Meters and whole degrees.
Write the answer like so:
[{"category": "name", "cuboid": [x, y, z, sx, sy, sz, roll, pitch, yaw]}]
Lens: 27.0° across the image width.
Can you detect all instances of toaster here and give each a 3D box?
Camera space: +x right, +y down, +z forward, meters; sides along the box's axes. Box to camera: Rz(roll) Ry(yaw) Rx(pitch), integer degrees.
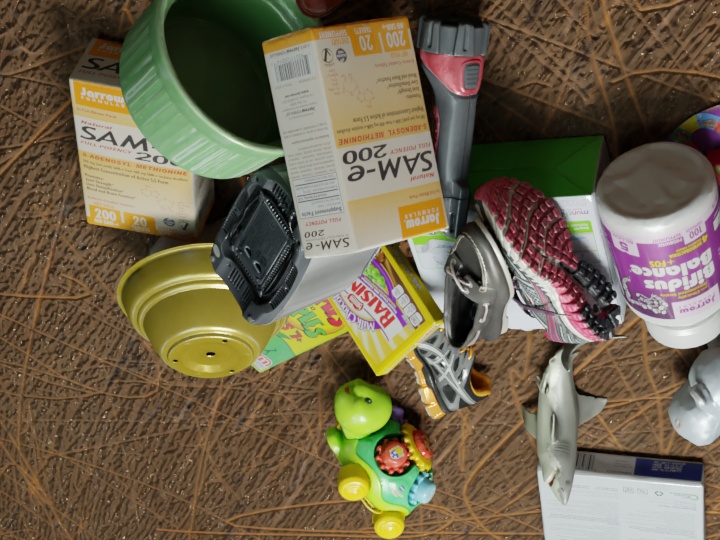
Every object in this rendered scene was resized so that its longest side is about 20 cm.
[{"category": "toaster", "cuboid": [-0.053, -0.040, 1.480, 0.114, 0.129, 0.200, 55, 140, 20]}]

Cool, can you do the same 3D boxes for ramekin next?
[{"category": "ramekin", "cuboid": [-0.126, -0.183, 1.395, 0.200, 0.200, 0.098, 39, 141, -20]}]

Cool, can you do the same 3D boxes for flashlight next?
[{"category": "flashlight", "cuboid": [0.078, -0.137, 1.401, 0.068, 0.068, 0.200, 8, 109, 7]}]

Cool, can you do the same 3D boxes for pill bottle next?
[{"category": "pill bottle", "cuboid": [0.298, -0.017, 1.441, 0.112, 0.112, 0.200, -3, 138, 22]}]

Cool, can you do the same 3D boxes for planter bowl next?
[{"category": "planter bowl", "cuboid": [-0.161, 0.059, 1.612, 0.200, 0.084, 0.201, -4, 147, -3]}]

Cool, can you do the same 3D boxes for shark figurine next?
[{"category": "shark figurine", "cuboid": [0.243, 0.140, 1.695, 0.089, 0.128, 0.215, -3, 120, -13]}]

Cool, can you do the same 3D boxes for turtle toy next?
[{"category": "turtle toy", "cuboid": [0.025, 0.213, 1.795, 0.101, 0.146, 0.200, -30, 120, 16]}]

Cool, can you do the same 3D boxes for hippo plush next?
[{"category": "hippo plush", "cuboid": [0.411, 0.159, 1.573, 0.161, 0.159, 0.200, 23, 138, -5]}]

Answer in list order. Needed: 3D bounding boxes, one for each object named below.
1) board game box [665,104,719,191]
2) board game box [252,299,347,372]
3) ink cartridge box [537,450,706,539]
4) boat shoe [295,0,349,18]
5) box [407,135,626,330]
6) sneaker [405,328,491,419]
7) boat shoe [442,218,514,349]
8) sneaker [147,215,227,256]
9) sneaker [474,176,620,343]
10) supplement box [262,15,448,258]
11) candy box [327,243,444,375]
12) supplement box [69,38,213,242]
[{"category": "board game box", "cuboid": [0.381, -0.075, 1.432, 0.200, 0.039, 0.158, 17, 137, 1]}, {"category": "board game box", "cuboid": [-0.076, 0.039, 1.705, 0.200, 0.048, 0.102, -27, 120, 38]}, {"category": "ink cartridge box", "cuboid": [0.321, 0.299, 1.834, 0.199, 0.041, 0.200, 4, 135, 16]}, {"category": "boat shoe", "cuboid": [-0.011, -0.291, 1.336, 0.071, 0.063, 0.200, 27, 137, -11]}, {"category": "box", "cuboid": [0.159, -0.033, 1.513, 0.200, 0.097, 0.177, -3, 133, 22]}, {"category": "sneaker", "cuboid": [0.090, 0.082, 1.680, 0.077, 0.078, 0.200, -12, 133, 12]}, {"category": "boat shoe", "cuboid": [0.106, 0.022, 1.430, 0.057, 0.067, 0.200, -30, 153, -9]}, {"category": "sneaker", "cuboid": [-0.176, -0.005, 1.667, 0.200, 0.089, 0.075, -23, 124, 37]}, {"category": "sneaker", "cuboid": [0.164, -0.001, 1.421, 0.075, 0.081, 0.200, -13, 124, 43]}, {"category": "supplement box", "cuboid": [-0.003, -0.121, 1.354, 0.073, 0.126, 0.200, -7, 97, 47]}, {"category": "candy box", "cuboid": [0.000, 0.000, 1.562, 0.102, 0.026, 0.200, -46, 70, 36]}, {"category": "supplement box", "cuboid": [-0.223, -0.131, 1.554, 0.126, 0.074, 0.200, 11, 136, 8]}]
